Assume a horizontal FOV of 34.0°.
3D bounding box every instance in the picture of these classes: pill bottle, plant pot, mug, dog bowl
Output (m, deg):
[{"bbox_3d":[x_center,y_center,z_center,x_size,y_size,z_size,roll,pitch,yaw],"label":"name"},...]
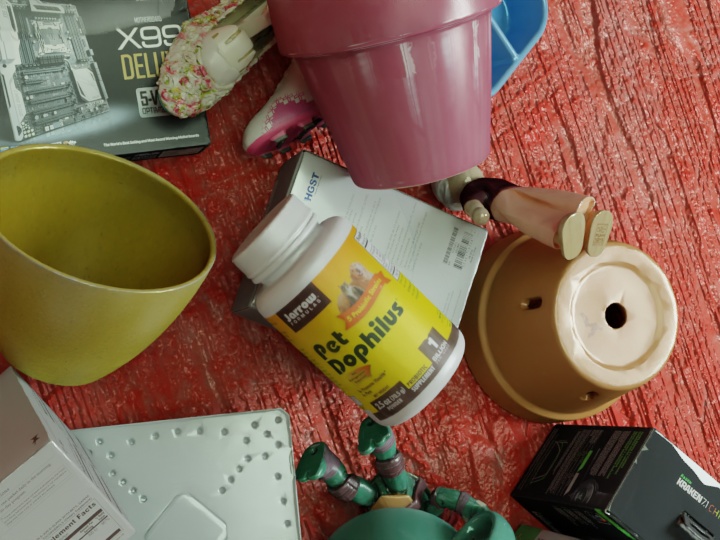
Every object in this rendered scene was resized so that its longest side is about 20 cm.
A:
[{"bbox_3d":[-0.013,0.031,1.007,0.200,0.109,0.109,43,72,-10],"label":"pill bottle"},{"bbox_3d":[-0.237,0.009,0.979,0.198,0.201,0.143,17,120,-17],"label":"plant pot"},{"bbox_3d":[0.036,0.283,0.997,0.151,0.115,0.186,18,108,-6],"label":"mug"},{"bbox_3d":[0.035,-0.176,1.028,0.199,0.200,0.181,-21,109,-20],"label":"plant pot"},{"bbox_3d":[0.118,-0.237,1.168,0.112,0.049,0.200,51,58,-21],"label":"dog bowl"},{"bbox_3d":[0.215,0.049,1.151,0.198,0.140,0.202,2,83,-20],"label":"plant pot"}]

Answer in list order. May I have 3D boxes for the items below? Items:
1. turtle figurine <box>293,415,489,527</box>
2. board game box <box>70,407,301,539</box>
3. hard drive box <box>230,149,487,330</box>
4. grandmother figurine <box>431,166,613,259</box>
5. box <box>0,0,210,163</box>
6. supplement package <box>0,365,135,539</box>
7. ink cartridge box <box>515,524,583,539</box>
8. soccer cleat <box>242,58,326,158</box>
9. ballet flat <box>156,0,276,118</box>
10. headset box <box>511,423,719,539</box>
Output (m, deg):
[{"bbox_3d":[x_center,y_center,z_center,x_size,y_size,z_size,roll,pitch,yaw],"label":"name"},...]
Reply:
[{"bbox_3d":[0.033,0.228,1.088,0.149,0.101,0.201,-36,115,-1],"label":"turtle figurine"},{"bbox_3d":[-0.152,0.231,1.036,0.198,0.026,0.202,-5,86,-5],"label":"board game box"},{"bbox_3d":[0.000,0.000,1.112,0.199,0.077,0.157,23,77,-16],"label":"hard drive box"},{"bbox_3d":[0.144,-0.065,1.120,0.121,0.199,0.061,5,105,-44],"label":"grandmother figurine"},{"bbox_3d":[-0.245,-0.175,1.057,0.198,0.050,0.159,-8,87,-21],"label":"box"},{"bbox_3d":[-0.302,0.200,0.914,0.200,0.156,0.111,-40,120,-11],"label":"supplement package"},{"bbox_3d":[0.181,0.322,1.075,0.084,0.200,0.146,42,73,-11],"label":"ink cartridge box"},{"bbox_3d":[-0.046,-0.182,1.127,0.199,0.070,0.087,-35,87,-25],"label":"soccer cleat"},{"bbox_3d":[-0.113,-0.213,1.066,0.076,0.064,0.201,54,47,-26],"label":"ballet flat"},{"bbox_3d":[0.271,0.234,1.119,0.174,0.200,0.093,40,73,-12],"label":"headset box"}]
